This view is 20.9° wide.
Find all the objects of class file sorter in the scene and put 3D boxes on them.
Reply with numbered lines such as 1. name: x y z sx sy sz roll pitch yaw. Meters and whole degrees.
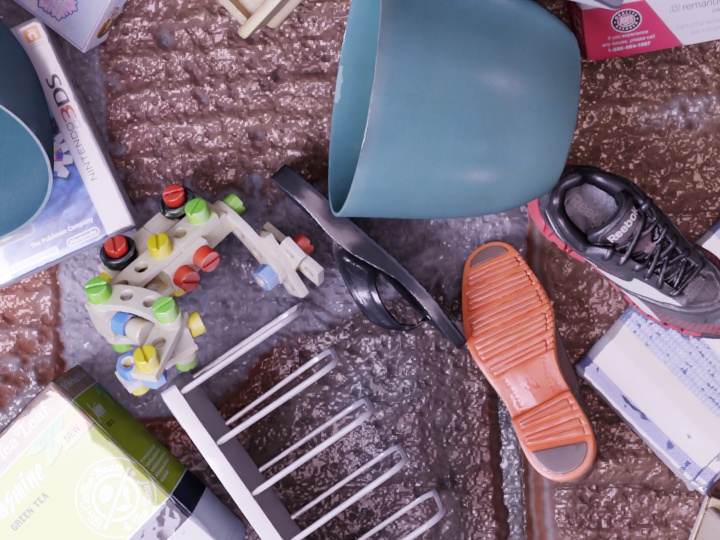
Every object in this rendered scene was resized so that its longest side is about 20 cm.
1. file sorter: -0.042 0.135 1.498 0.124 0.139 0.200 -35 92 0

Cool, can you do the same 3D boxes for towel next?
1. towel: 0.285 0.059 1.549 0.147 0.024 0.200 44 90 1

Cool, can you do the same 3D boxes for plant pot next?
1. plant pot: -0.319 -0.128 1.434 0.200 0.200 0.135 2 53 0
2. plant pot: 0.072 -0.128 1.461 0.161 0.201 0.201 8 93 -9

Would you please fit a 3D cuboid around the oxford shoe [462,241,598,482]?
1. oxford shoe: 0.132 0.075 1.534 0.071 0.073 0.200 -21 74 11

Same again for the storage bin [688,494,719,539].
1. storage bin: 0.334 0.310 1.526 0.198 0.094 0.200 21 92 -1

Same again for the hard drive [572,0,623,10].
1. hard drive: 0.080 -0.235 1.431 0.200 0.132 0.027 20 94 42

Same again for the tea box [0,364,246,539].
1. tea box: -0.227 0.213 1.504 0.197 0.134 0.200 43 92 -1

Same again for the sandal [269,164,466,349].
1. sandal: 0.000 0.000 1.525 0.200 0.075 0.048 42 88 8

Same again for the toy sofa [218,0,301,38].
1. toy sofa: -0.114 -0.283 1.514 0.200 0.098 0.083 46 117 -2

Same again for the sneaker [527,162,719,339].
1. sneaker: 0.216 -0.015 1.495 0.200 0.098 0.071 37 88 6

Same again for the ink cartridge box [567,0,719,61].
1. ink cartridge box: 0.223 -0.271 1.463 0.147 0.086 0.200 -10 122 3

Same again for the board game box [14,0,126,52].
1. board game box: -0.237 -0.302 1.474 0.199 0.041 0.200 37 121 4

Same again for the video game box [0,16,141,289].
1. video game box: -0.300 -0.078 1.535 0.200 0.047 0.182 -25 90 1

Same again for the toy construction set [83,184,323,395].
1. toy construction set: -0.127 0.007 1.492 0.200 0.131 0.092 -32 137 -32
